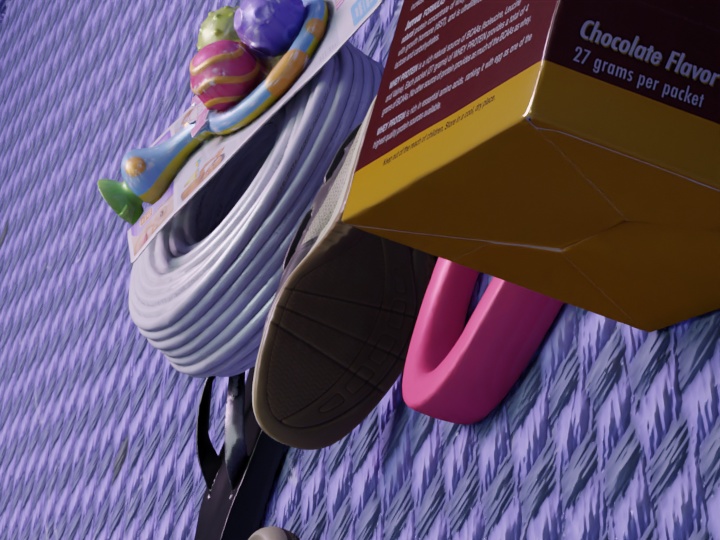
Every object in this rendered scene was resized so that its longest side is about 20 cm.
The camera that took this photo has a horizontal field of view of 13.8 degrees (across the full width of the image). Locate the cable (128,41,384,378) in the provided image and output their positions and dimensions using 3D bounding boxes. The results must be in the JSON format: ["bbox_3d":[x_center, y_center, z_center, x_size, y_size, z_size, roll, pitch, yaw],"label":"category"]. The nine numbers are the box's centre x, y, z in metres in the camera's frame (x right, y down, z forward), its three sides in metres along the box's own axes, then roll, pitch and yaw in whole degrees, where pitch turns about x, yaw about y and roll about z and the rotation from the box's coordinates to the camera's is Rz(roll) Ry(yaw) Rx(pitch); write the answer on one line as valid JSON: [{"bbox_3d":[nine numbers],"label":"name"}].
[{"bbox_3d":[-0.053,-0.033,1.605,0.200,0.069,0.200,-35,29,43],"label":"cable"}]

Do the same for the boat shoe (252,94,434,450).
[{"bbox_3d":[-0.001,-0.001,1.461,0.066,0.072,0.201,139,154,-72],"label":"boat shoe"}]

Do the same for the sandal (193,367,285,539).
[{"bbox_3d":[-0.069,0.093,1.625,0.076,0.043,0.200,147,140,-67],"label":"sandal"}]

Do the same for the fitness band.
[{"bbox_3d":[0.068,-0.025,1.305,0.144,0.037,0.200,-98,30,-56],"label":"fitness band"}]

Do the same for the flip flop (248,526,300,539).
[{"bbox_3d":[-0.058,0.192,1.428,0.200,0.058,0.081,-92,26,-56],"label":"flip flop"}]

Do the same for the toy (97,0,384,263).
[{"bbox_3d":[-0.072,-0.106,1.595,0.200,0.047,0.115,-48,22,18],"label":"toy"}]

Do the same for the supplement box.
[{"bbox_3d":[0.108,-0.105,1.059,0.197,0.133,0.200,153,135,-69],"label":"supplement box"}]
